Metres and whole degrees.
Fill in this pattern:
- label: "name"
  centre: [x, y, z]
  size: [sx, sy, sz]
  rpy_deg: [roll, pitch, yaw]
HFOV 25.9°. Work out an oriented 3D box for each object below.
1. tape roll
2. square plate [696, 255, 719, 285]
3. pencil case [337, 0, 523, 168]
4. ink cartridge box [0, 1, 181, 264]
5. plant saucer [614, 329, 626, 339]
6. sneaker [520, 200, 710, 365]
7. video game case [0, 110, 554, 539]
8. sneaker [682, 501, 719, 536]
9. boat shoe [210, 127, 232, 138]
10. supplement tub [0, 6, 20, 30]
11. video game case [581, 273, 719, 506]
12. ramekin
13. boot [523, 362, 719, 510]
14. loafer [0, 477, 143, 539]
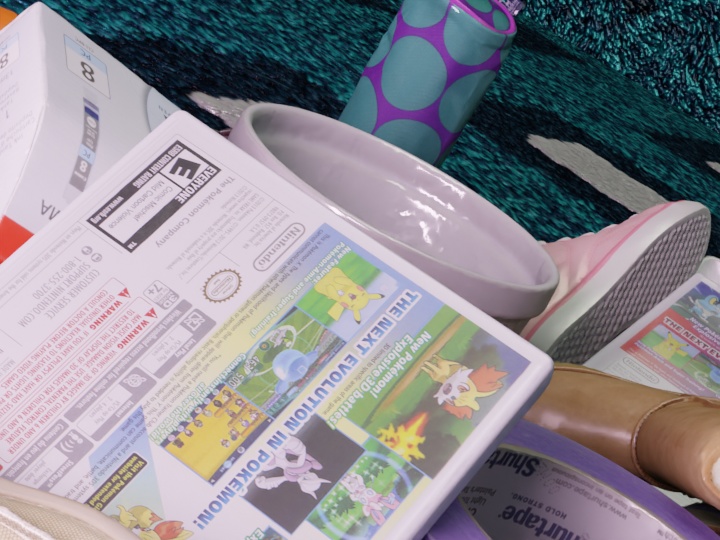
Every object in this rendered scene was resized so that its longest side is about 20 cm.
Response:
- label: "tape roll"
  centre: [0.075, 0.142, 0.618]
  size: [0.200, 0.085, 0.200]
  rpy_deg: [27, 17, -9]
- label: "square plate"
  centre: [0.277, 0.089, 1.017]
  size: [0.198, 0.028, 0.200]
  rpy_deg: [27, 44, 18]
- label: "pencil case"
  centre: [0.031, -0.117, 1.102]
  size: [0.085, 0.200, 0.092]
  rpy_deg: [14, 32, -30]
- label: "ink cartridge box"
  centre: [-0.090, -0.004, 0.678]
  size: [0.160, 0.047, 0.200]
  rpy_deg: [38, 25, -40]
- label: "plant saucer"
  centre: [0.245, 0.070, 1.109]
  size: [0.200, 0.029, 0.200]
  rpy_deg: [23, 33, -16]
- label: "sneaker"
  centre: [0.141, -0.001, 1.042]
  size: [0.200, 0.075, 0.105]
  rpy_deg: [-36, 47, -29]
- label: "video game case"
  centre: [-0.061, 0.052, 0.549]
  size: [0.182, 0.022, 0.200]
  rpy_deg: [34, 60, 18]
- label: "sneaker"
  centre: [0.183, 0.152, 0.804]
  size: [0.200, 0.067, 0.090]
  rpy_deg: [9, 7, -26]
- label: "boat shoe"
  centre: [-0.102, -0.077, 1.016]
  size: [0.200, 0.057, 0.067]
  rpy_deg: [15, 22, -39]
- label: "supplement tub"
  centre: [-0.233, -0.097, 0.783]
  size: [0.200, 0.107, 0.107]
  rpy_deg: [20, 19, -28]
- label: "video game case"
  centre: [0.236, 0.100, 0.958]
  size: [0.200, 0.023, 0.182]
  rpy_deg: [37, 49, 26]
- label: "ramekin"
  centre: [0.000, 0.000, 0.875]
  size: [0.200, 0.105, 0.200]
  rpy_deg: [26, 16, -8]
- label: "boot"
  centre: [0.147, 0.084, 0.760]
  size: [0.175, 0.066, 0.200]
  rpy_deg: [1, 0, -5]
- label: "loafer"
  centre: [-0.132, 0.092, 0.460]
  size: [0.200, 0.076, 0.068]
  rpy_deg: [25, 16, 22]
